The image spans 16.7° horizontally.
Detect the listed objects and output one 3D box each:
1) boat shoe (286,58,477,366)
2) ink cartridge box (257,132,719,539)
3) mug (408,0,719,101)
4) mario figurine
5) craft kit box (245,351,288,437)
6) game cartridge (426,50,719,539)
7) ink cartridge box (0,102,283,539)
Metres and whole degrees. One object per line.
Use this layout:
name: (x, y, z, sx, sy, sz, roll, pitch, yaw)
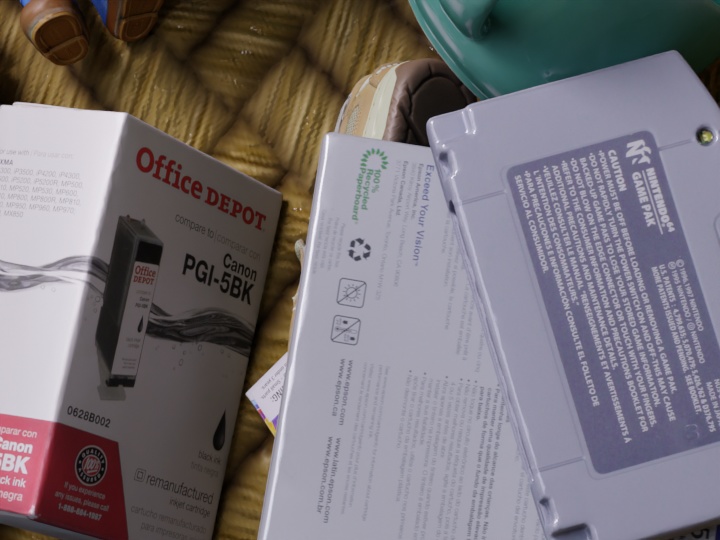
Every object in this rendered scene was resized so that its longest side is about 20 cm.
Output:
boat shoe: (0.000, 0.000, 1.150, 0.076, 0.072, 0.201, 1, 69, 52)
ink cartridge box: (0.066, 0.051, 1.071, 0.199, 0.041, 0.200, 9, 78, 2)
mug: (0.081, -0.141, 1.111, 0.114, 0.185, 0.152, -39, 49, 22)
mario figurine: (-0.188, -0.214, 1.358, 0.106, 0.123, 0.200, -51, 57, 29)
craft kit box: (0.068, 0.064, 1.143, 0.200, 0.048, 0.198, -46, 59, 13)
game cartridge: (0.117, 0.013, 1.042, 0.133, 0.041, 0.201, -15, 79, 0)
ink cartridge box: (-0.126, 0.033, 1.217, 0.083, 0.147, 0.201, 5, 79, 33)
